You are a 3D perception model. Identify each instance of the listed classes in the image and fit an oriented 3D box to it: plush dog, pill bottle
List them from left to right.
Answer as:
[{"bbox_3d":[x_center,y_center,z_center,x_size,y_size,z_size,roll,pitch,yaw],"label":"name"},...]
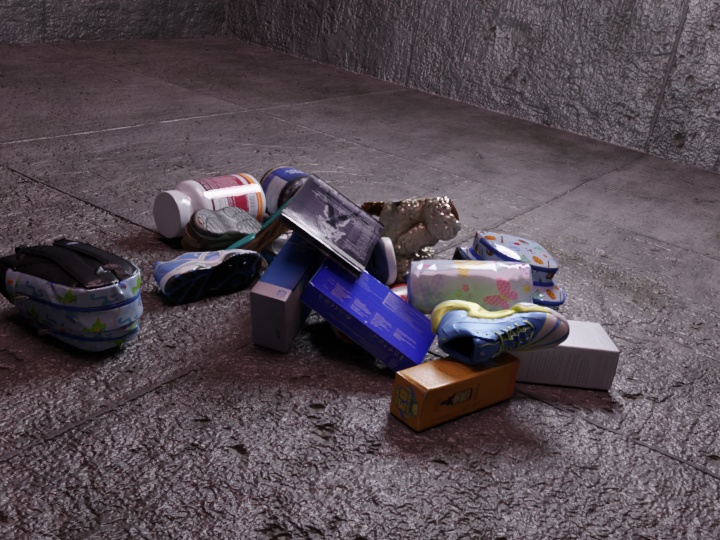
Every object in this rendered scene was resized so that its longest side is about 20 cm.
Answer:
[{"bbox_3d":[-0.286,-0.119,1.649,0.112,0.114,0.199,26,27,36],"label":"pill bottle"},{"bbox_3d":[-0.124,-0.138,1.737,0.111,0.113,0.200,-2,16,-27],"label":"pill bottle"},{"bbox_3d":[0.082,-0.034,1.508,0.159,0.174,0.200,-2,0,-8],"label":"plush dog"}]

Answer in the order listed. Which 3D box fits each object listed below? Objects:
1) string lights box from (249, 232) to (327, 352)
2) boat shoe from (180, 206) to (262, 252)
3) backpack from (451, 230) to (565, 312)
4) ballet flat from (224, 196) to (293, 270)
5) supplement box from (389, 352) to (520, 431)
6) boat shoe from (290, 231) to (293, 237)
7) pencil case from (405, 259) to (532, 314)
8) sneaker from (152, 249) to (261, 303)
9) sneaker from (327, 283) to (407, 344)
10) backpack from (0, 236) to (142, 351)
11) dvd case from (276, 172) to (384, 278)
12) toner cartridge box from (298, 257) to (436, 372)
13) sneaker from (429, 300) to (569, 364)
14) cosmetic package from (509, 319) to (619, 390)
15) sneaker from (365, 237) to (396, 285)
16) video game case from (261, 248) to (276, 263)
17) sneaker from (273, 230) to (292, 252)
[{"bbox_3d":[-0.098,0.018,1.333,0.058,0.104,0.201,14,40,14],"label":"string lights box"},{"bbox_3d":[-0.251,-0.067,1.577,0.076,0.074,0.199,52,24,20],"label":"boat shoe"},{"bbox_3d":[0.257,0.029,1.487,0.198,0.155,0.191,4,33,-22],"label":"backpack"},{"bbox_3d":[-0.166,-0.047,1.531,0.199,0.073,0.068,-37,13,0],"label":"ballet flat"},{"bbox_3d":[0.133,0.159,1.211,0.199,0.067,0.069,-11,30,-43],"label":"supplement box"},{"bbox_3d":[-0.086,-0.051,1.469,0.066,0.201,0.074,15,51,-6],"label":"boat shoe"},{"bbox_3d":[0.166,0.031,1.337,0.198,0.092,0.083,-1,24,6],"label":"pencil case"},{"bbox_3d":[-0.249,-0.006,1.437,0.199,0.076,0.077,-11,34,-44],"label":"sneaker"},{"bbox_3d":[0.041,0.073,1.385,0.199,0.068,0.108,0,26,-17],"label":"sneaker"},{"bbox_3d":[-0.392,0.030,1.229,0.198,0.156,0.163,-2,9,38],"label":"backpack"},{"bbox_3d":[-0.041,-0.073,1.348,0.148,0.016,0.200,36,25,-5],"label":"dvd case"},{"bbox_3d":[0.015,0.063,1.287,0.199,0.043,0.095,37,41,0],"label":"toner cartridge box"},{"bbox_3d":[0.195,0.099,1.217,0.198,0.076,0.105,3,32,6],"label":"sneaker"},{"bbox_3d":[0.288,0.124,1.355,0.198,0.075,0.102,5,22,-6],"label":"cosmetic package"},{"bbox_3d":[0.000,0.000,1.457,0.084,0.076,0.200,-6,-15,-17],"label":"sneaker"},{"bbox_3d":[-0.084,-0.033,1.654,0.142,0.018,0.199,21,25,28],"label":"video game case"},{"bbox_3d":[-0.099,-0.076,1.615,0.198,0.083,0.075,-6,26,-30],"label":"sneaker"}]
